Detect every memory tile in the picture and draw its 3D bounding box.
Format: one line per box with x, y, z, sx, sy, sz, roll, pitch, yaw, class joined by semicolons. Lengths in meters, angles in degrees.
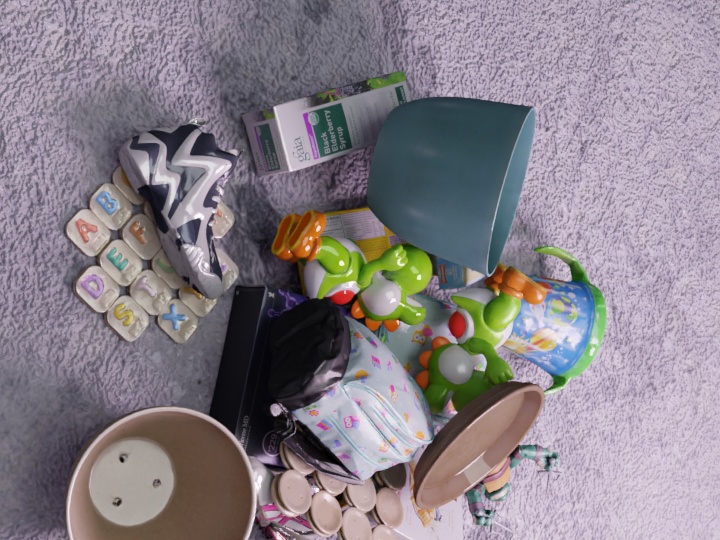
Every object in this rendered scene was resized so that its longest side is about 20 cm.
-0.020;0.244;1.446;0.200;0.017;0.154;37;42;-32;memory tile

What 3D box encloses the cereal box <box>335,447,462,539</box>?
0.049;0.275;1.564;0.200;0.039;0.145;35;39;-29;cereal box

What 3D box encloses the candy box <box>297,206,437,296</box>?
0.008;-0.028;1.581;0.199;0.026;0.103;-10;86;-34;candy box

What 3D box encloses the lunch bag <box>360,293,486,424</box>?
0.071;0.114;1.597;0.199;0.077;0.162;18;81;-33;lunch bag

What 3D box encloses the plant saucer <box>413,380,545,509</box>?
0.134;0.200;1.471;0.200;0.029;0.201;-34;153;-21;plant saucer

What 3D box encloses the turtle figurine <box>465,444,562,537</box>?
0.178;0.262;1.643;0.150;0.100;0.201;-48;139;-23;turtle figurine

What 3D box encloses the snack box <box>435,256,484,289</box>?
0.120;-0.082;1.621;0.116;0.037;0.202;-17;101;-69;snack box

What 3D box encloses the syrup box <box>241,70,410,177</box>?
-0.035;-0.177;1.524;0.199;0.081;0.079;-21;100;-34;syrup box

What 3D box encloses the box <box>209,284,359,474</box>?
-0.092;0.130;1.487;0.140;0.079;0.202;15;81;-30;box

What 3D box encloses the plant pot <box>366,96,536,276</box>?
0.100;-0.111;1.467;0.160;0.201;0.202;16;77;12;plant pot

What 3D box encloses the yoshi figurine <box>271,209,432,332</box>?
0.005;-0.013;1.483;0.199;0.112;0.113;32;34;-23;yoshi figurine

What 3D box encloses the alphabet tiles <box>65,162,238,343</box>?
-0.231;-0.021;1.430;0.196;0.015;0.200;48;65;-24;alphabet tiles

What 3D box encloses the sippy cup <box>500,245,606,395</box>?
0.237;0.065;1.686;0.130;0.140;0.179;17;41;-22;sippy cup

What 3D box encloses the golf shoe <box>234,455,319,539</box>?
-0.092;0.253;1.443;0.092;0.073;0.200;-38;146;-9;golf shoe

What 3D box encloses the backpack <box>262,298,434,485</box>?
-0.011;0.142;1.394;0.200;0.126;0.167;50;27;-30;backpack

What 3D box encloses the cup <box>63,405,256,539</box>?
-0.228;0.236;1.344;0.199;0.143;0.202;-1;92;-25;cup

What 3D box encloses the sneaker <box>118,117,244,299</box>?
-0.170;-0.079;1.414;0.129;0.079;0.200;-31;96;-22;sneaker

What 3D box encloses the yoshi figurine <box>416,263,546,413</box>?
0.155;0.098;1.532;0.201;0.112;0.112;-57;146;0;yoshi figurine
